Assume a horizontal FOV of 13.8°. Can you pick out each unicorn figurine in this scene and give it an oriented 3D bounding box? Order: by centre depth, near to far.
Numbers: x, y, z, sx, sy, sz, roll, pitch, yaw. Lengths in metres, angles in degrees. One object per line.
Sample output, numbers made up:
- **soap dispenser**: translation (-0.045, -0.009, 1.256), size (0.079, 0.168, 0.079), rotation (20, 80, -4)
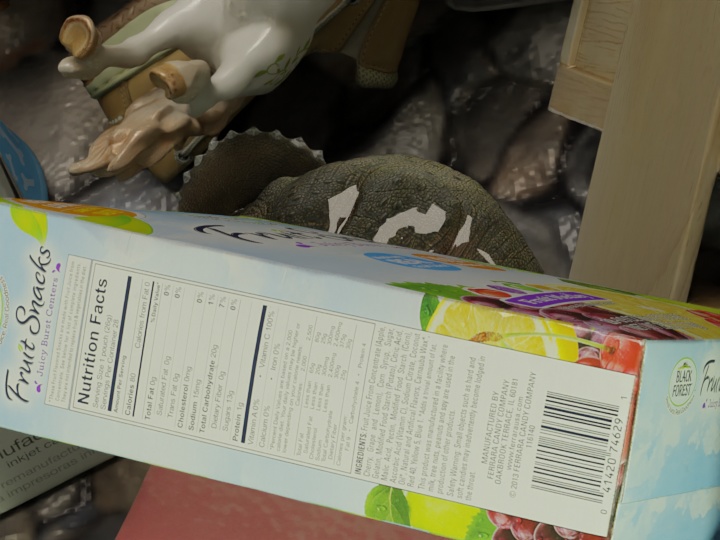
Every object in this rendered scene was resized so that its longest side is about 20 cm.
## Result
- **unicorn figurine**: translation (-0.014, -0.109, 0.985), size (0.200, 0.137, 0.074), rotation (-34, 78, 34)

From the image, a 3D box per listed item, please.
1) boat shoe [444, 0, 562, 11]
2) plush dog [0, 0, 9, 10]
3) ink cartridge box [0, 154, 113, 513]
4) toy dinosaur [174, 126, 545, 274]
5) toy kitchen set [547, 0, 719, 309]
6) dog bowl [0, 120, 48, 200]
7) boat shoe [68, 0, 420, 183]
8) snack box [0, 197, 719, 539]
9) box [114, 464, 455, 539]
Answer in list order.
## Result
- **boat shoe**: translation (0.122, -0.126, 1.077), size (0.199, 0.074, 0.067), rotation (-6, 66, 25)
- **plush dog**: translation (-0.162, -0.177, 1.140), size (0.171, 0.161, 0.200), rotation (24, 63, 23)
- **ink cartridge box**: translation (-0.176, 0.007, 0.975), size (0.145, 0.200, 0.084), rotation (-26, 51, -3)
- **toy dinosaur**: translation (0.000, 0.000, 0.984), size (0.199, 0.077, 0.103), rotation (3, 81, 43)
- **toy kitchen set**: translation (0.175, -0.019, 0.982), size (0.200, 0.180, 0.164), rotation (31, 110, 64)
- **dog bowl**: translation (-0.215, -0.010, 1.097), size (0.199, 0.050, 0.112), rotation (-24, 51, -1)
- **boat shoe**: translation (-0.006, -0.100, 1.075), size (0.200, 0.076, 0.072), rotation (-31, 4, 19)
- **snack box**: translation (0.010, 0.028, 0.848), size (0.199, 0.169, 0.068), rotation (10, 93, 23)
- **box**: translation (0.024, 0.143, 0.859), size (0.199, 0.128, 0.109), rotation (11, 58, 23)
